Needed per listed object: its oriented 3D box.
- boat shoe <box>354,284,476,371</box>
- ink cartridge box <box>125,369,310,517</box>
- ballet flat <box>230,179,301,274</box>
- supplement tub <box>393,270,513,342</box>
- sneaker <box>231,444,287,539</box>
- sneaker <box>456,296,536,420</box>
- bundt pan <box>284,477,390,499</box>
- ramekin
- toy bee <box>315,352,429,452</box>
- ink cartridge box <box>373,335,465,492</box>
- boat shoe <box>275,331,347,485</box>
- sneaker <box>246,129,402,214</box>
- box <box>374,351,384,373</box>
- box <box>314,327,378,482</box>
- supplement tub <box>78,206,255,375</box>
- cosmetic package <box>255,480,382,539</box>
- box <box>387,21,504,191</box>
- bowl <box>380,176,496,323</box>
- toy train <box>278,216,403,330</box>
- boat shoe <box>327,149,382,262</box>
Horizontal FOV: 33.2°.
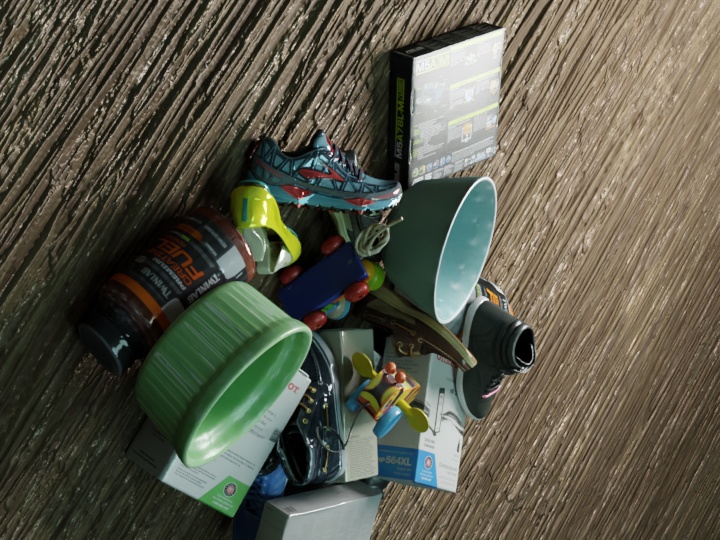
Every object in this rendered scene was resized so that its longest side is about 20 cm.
[{"bbox_3d":[0.071,0.091,1.659,0.072,0.199,0.072,-53,152,-4],"label":"boat shoe"},{"bbox_3d":[-0.172,0.180,1.492,0.146,0.083,0.202,41,77,-46],"label":"ink cartridge box"},{"bbox_3d":[-0.116,-0.035,1.435,0.201,0.066,0.068,69,21,-65],"label":"ballet flat"},{"bbox_3d":[0.144,0.059,1.793,0.199,0.122,0.124,24,90,-53],"label":"supplement tub"},{"bbox_3d":[-0.138,0.275,1.597,0.111,0.076,0.202,37,76,-58],"label":"sneaker"},{"bbox_3d":[0.196,0.143,1.719,0.070,0.098,0.203,-28,130,-40],"label":"sneaker"},{"bbox_3d":[-0.021,0.296,1.757,0.201,0.075,0.205,-29,130,-40],"label":"bundt pan"},{"bbox_3d":[-0.154,0.108,1.329,0.200,0.097,0.201,-45,165,-16],"label":"ramekin"},{"bbox_3d":[0.036,0.165,1.555,0.109,0.130,0.200,-53,-175,25],"label":"toy bee"},{"bbox_3d":[0.089,0.208,1.747,0.146,0.083,0.204,27,69,-57],"label":"ink cartridge box"},{"bbox_3d":[-0.071,0.175,1.560,0.090,0.070,0.204,1,74,-60],"label":"boat shoe"},{"bbox_3d":[-0.038,-0.120,1.457,0.197,0.079,0.097,5,99,-19],"label":"sneaker"},{"bbox_3d":[0.026,0.151,1.765,0.042,0.038,0.200,-60,143,-12],"label":"box"},{"bbox_3d":[-0.027,0.180,1.634,0.082,0.068,0.204,3,84,-54],"label":"box"},{"bbox_3d":[-0.217,0.026,1.345,0.200,0.106,0.108,-43,138,-28],"label":"supplement tub"},{"bbox_3d":[-0.057,0.342,1.631,0.199,0.050,0.084,1,106,-52],"label":"cosmetic package"},{"bbox_3d":[0.119,-0.227,1.673,0.199,0.047,0.196,-26,126,-40],"label":"box"},{"bbox_3d":[0.098,-0.042,1.621,0.201,0.104,0.203,-49,150,-42],"label":"bowl"},{"bbox_3d":[0.000,0.000,1.560,0.199,0.085,0.115,-35,161,18],"label":"toy train"},{"bbox_3d":[0.000,-0.079,1.571,0.202,0.065,0.073,61,26,-44],"label":"boat shoe"}]
